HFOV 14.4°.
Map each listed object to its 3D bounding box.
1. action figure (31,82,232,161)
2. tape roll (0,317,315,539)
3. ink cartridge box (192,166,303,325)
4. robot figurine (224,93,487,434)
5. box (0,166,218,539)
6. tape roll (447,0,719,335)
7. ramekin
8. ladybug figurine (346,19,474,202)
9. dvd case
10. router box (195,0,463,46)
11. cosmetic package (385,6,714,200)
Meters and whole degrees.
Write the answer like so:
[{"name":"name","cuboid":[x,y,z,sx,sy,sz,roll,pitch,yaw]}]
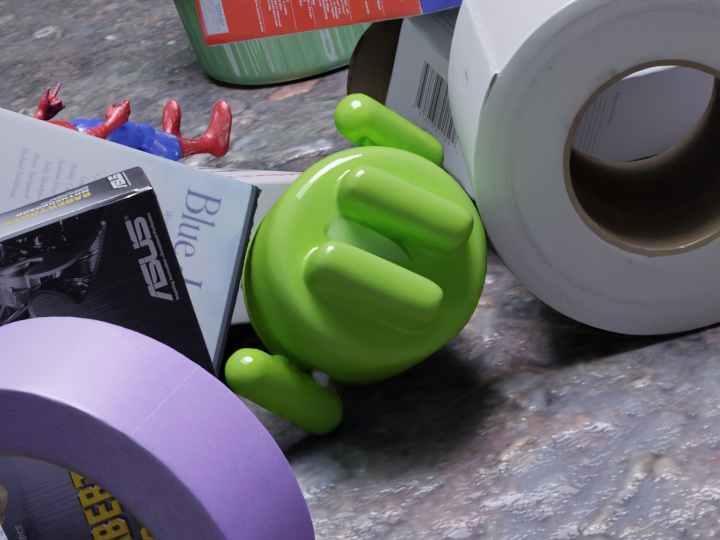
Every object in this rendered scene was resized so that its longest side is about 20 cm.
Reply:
[{"name":"action figure","cuboid":[-0.160,-0.078,1.639,0.065,0.052,0.200,9,14,37]},{"name":"tape roll","cuboid":[-0.122,0.122,1.253,0.200,0.200,0.066,-4,26,29]},{"name":"ink cartridge box","cuboid":[-0.124,-0.017,1.670,0.200,0.084,0.145,4,7,42]},{"name":"robot figurine","cuboid":[0.000,0.000,1.513,0.116,0.176,0.200,21,-11,-6]},{"name":"box","cuboid":[-0.148,0.068,1.398,0.158,0.200,0.048,-20,19,-7]},{"name":"tape roll","cuboid":[0.152,-0.083,1.533,0.203,0.203,0.139,-16,23,2]},{"name":"ramekin","cuboid":[-0.045,-0.215,2.114,0.200,0.098,0.200,-15,22,6]},{"name":"ladybug figurine","cuboid":[0.058,-0.104,1.785,0.136,0.072,0.200,14,37,5]},{"name":"dvd case","cuboid":[-0.159,-0.004,1.472,0.200,0.143,0.018,17,-17,-17]},{"name":"router box","cuboid":[0.032,-0.183,1.708,0.179,0.049,0.200,-4,11,43]},{"name":"cosmetic package","cuboid":[0.127,-0.116,1.699,0.200,0.071,0.101,-15,45,-29]}]
